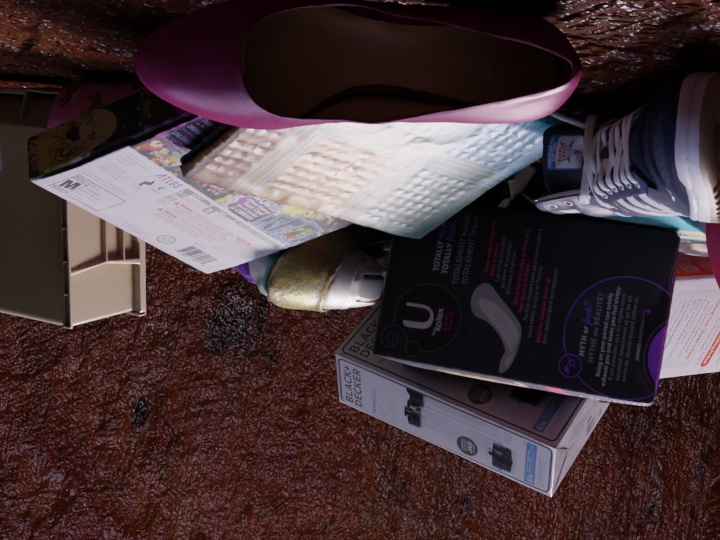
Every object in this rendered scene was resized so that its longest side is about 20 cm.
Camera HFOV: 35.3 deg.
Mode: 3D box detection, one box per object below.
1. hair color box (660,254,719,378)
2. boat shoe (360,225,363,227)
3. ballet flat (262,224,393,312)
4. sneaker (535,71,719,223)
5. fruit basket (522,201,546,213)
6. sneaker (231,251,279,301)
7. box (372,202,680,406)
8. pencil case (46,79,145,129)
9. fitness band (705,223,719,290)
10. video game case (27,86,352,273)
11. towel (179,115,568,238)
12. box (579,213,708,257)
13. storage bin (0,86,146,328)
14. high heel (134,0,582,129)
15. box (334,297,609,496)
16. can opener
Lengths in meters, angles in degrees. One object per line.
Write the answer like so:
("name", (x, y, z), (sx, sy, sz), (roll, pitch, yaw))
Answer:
("hair color box", (0.286, 0.030, 0.966), (0.199, 0.111, 0.064), (-1, -144, -29))
("boat shoe", (0.008, -0.039, 1.032), (0.062, 0.075, 0.200), (11, -156, 27))
("ballet flat", (0.000, 0.000, 0.883), (0.070, 0.071, 0.200), (9, -170, 25))
("sneaker", (0.143, -0.063, 0.610), (0.108, 0.070, 0.200), (8, 179, 18))
("fruit basket", (0.119, 0.018, 1.039), (0.215, 0.156, 0.216), (4, -147, -3))
("sneaker", (-0.085, -0.029, 0.932), (0.083, 0.081, 0.200), (32, 176, 1))
("box", (0.123, 0.024, 0.828), (0.199, 0.123, 0.106), (10, 175, 15))
("pencil case", (-0.137, -0.096, 0.856), (0.199, 0.083, 0.086), (8, 176, 25))
("fitness band", (0.308, 0.014, 0.787), (0.200, 0.144, 0.037), (17, 155, -38))
("video game case", (-0.075, -0.065, 0.718), (0.181, 0.036, 0.200), (-19, 157, 20))
("towel", (0.013, -0.075, 0.670), (0.200, 0.022, 0.147), (13, 145, -43))
("box", (0.212, -0.050, 0.803), (0.082, 0.049, 0.200), (9, 176, 33))
("storage bin", (-0.296, -0.063, 0.997), (0.199, 0.199, 0.094), (9, -166, 30))
("high heel", (-0.003, -0.097, 0.511), (0.199, 0.068, 0.096), (-4, -172, -6))
("box", (0.091, 0.087, 0.921), (0.200, 0.117, 0.060), (22, 139, 27))
("can opener", (0.122, -0.068, 0.931), (0.067, 0.053, 0.200), (44, -168, 23))
